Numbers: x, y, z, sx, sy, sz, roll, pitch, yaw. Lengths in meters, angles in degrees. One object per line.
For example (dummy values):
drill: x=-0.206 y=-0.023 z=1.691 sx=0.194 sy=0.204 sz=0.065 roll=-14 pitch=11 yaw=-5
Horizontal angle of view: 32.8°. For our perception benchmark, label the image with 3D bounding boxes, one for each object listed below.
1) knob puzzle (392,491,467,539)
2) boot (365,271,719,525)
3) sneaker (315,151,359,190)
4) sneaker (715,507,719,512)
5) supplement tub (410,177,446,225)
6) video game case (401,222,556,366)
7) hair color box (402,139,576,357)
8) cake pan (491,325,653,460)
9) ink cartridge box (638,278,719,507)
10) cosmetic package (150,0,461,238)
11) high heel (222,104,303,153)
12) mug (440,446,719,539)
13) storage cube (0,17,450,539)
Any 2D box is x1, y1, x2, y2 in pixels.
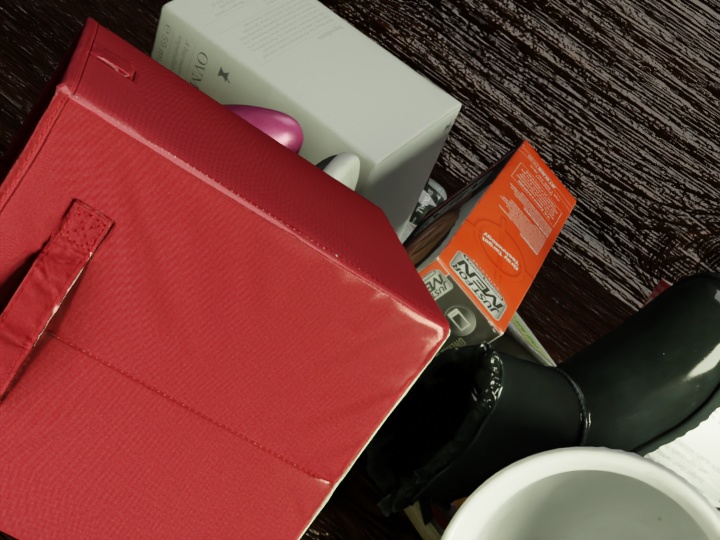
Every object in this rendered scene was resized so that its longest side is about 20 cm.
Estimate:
knob puzzle: x=0.061 y=0.116 z=0.775 sx=0.220 sy=0.030 sz=0.220 roll=43 pitch=19 yaw=-18
boot: x=0.105 y=0.066 z=0.668 sx=0.162 sy=0.198 sz=0.074 roll=16 pitch=37 yaw=-44
sneaker: x=-0.086 y=-0.016 z=0.723 sx=0.099 sy=0.200 sz=0.071 roll=31 pitch=-27 yaw=18
sneaker: x=0.244 y=0.230 z=0.803 sx=0.200 sy=0.070 sz=0.091 roll=49 pitch=25 yaw=-42
supplement tub: x=-0.014 y=-0.093 z=1.370 sx=0.199 sy=0.123 sz=0.123 roll=34 pitch=11 yaw=-7
video game case: x=0.078 y=0.017 z=1.082 sx=0.181 sy=0.022 sz=0.200 roll=27 pitch=19 yaw=-35
hair color box: x=0.064 y=-0.003 z=0.782 sx=0.061 sy=0.101 sz=0.200 roll=49 pitch=32 yaw=-6
cake pan: x=0.137 y=0.097 z=0.870 sx=0.200 sy=0.037 sz=0.200 roll=43 pitch=0 yaw=0
ink cartridge box: x=0.266 y=0.133 z=1.047 sx=0.144 sy=0.201 sz=0.084 roll=34 pitch=7 yaw=-4
cosmetic package: x=-0.061 y=-0.086 z=0.929 sx=0.199 sy=0.200 sz=0.123 roll=36 pitch=44 yaw=13
high heel: x=-0.130 y=-0.050 z=0.728 sx=0.096 sy=0.198 sz=0.068 roll=-98 pitch=176 yaw=-75
mug: x=0.132 y=0.189 z=0.614 sx=0.201 sy=0.147 sz=0.175 roll=67 pitch=11 yaw=15
storage cube: x=-0.092 y=0.017 z=0.547 sx=0.179 sy=0.172 sz=0.200 roll=32 pitch=11 yaw=-17
